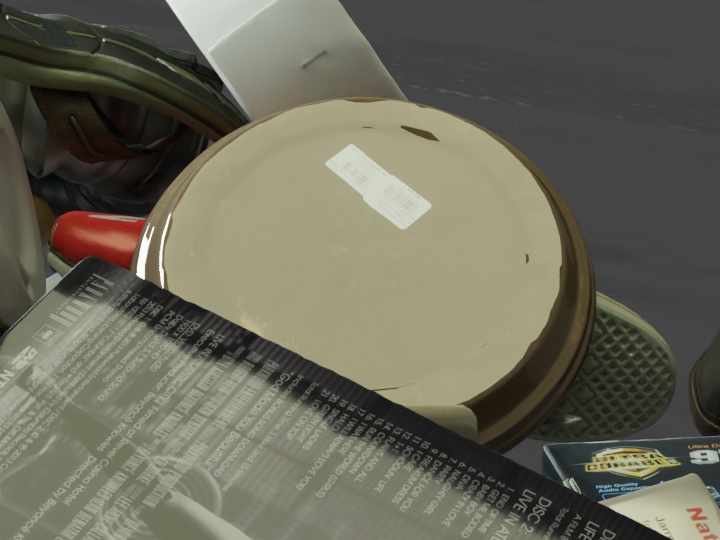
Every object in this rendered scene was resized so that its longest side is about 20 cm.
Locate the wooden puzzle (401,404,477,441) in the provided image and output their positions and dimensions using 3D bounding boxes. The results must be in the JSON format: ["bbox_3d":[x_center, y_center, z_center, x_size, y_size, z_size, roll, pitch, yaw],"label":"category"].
[{"bbox_3d":[-0.085,0.076,0.632,0.198,0.047,0.184,-8,-8,35],"label":"wooden puzzle"}]

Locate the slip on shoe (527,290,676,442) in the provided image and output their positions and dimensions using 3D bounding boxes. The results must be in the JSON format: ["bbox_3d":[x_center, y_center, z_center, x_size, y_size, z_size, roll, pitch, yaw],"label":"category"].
[{"bbox_3d":[0.043,0.024,0.821,0.198,0.075,0.061,12,17,3],"label":"slip on shoe"}]

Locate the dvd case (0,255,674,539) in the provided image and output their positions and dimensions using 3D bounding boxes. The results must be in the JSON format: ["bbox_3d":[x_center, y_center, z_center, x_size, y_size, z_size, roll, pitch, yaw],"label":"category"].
[{"bbox_3d":[-0.026,0.081,0.419,0.198,0.016,0.149,24,47,20],"label":"dvd case"}]

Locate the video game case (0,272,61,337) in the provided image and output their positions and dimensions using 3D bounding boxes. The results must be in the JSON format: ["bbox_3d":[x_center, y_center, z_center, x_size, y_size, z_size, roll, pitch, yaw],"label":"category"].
[{"bbox_3d":[-0.081,0.032,0.884,0.180,0.022,0.200,11,23,21],"label":"video game case"}]

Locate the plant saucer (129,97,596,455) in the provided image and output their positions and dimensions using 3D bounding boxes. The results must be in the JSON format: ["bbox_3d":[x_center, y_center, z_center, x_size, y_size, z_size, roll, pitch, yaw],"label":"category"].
[{"bbox_3d":[0.000,0.000,0.770,0.197,0.030,0.202,-1,53,1],"label":"plant saucer"}]

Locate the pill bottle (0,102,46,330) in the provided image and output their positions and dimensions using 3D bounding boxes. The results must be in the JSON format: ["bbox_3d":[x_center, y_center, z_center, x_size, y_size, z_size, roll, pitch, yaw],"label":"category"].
[{"bbox_3d":[-0.250,-0.010,0.825,0.198,0.112,0.111,-13,20,0],"label":"pill bottle"}]

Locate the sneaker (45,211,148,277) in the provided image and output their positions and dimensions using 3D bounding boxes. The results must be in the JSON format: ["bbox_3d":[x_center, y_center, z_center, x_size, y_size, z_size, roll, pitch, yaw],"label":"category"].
[{"bbox_3d":[-0.050,-0.024,0.882,0.197,0.086,0.077,1,19,-2],"label":"sneaker"}]

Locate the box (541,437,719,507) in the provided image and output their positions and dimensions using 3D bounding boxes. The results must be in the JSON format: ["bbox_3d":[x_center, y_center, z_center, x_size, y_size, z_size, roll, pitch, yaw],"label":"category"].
[{"bbox_3d":[0.175,0.109,0.638,0.197,0.047,0.159,-2,20,-10],"label":"box"}]

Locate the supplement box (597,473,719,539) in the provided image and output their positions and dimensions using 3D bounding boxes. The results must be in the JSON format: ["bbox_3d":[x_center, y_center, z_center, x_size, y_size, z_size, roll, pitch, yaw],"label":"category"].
[{"bbox_3d":[0.017,0.139,0.429,0.198,0.074,0.127,-13,48,-16],"label":"supplement box"}]

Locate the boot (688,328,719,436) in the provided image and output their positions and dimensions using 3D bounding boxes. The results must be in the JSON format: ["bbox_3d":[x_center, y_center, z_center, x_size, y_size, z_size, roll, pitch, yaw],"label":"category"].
[{"bbox_3d":[0.196,0.011,0.858,0.074,0.098,0.200,8,20,17],"label":"boot"}]

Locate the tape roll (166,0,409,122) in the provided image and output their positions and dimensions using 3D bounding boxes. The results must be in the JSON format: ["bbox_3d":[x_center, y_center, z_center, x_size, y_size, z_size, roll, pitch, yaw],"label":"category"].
[{"bbox_3d":[-0.029,-0.100,0.988,0.070,0.203,0.203,-35,24,1],"label":"tape roll"}]

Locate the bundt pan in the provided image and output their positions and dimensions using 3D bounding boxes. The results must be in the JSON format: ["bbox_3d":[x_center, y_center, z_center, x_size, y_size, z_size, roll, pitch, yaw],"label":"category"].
[{"bbox_3d":[-0.176,-0.076,1.010,0.199,0.077,0.202,6,-10,1],"label":"bundt pan"}]

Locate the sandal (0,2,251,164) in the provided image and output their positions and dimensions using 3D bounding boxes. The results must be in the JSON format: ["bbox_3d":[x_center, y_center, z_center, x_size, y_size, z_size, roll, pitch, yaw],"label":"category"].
[{"bbox_3d":[-0.141,-0.086,0.892,0.199,0.058,0.080,16,16,-17],"label":"sandal"}]

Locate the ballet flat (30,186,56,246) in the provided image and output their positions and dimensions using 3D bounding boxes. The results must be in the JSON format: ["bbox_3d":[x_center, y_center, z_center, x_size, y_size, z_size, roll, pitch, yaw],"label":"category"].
[{"bbox_3d":[-0.257,-0.012,0.954,0.197,0.069,0.063,1,47,5],"label":"ballet flat"}]

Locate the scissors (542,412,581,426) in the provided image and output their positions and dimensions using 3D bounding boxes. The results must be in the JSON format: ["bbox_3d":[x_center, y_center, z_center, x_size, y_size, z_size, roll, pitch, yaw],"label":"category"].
[{"bbox_3d":[-0.009,0.051,0.788,0.197,0.014,0.073,-1,18,-8],"label":"scissors"}]
